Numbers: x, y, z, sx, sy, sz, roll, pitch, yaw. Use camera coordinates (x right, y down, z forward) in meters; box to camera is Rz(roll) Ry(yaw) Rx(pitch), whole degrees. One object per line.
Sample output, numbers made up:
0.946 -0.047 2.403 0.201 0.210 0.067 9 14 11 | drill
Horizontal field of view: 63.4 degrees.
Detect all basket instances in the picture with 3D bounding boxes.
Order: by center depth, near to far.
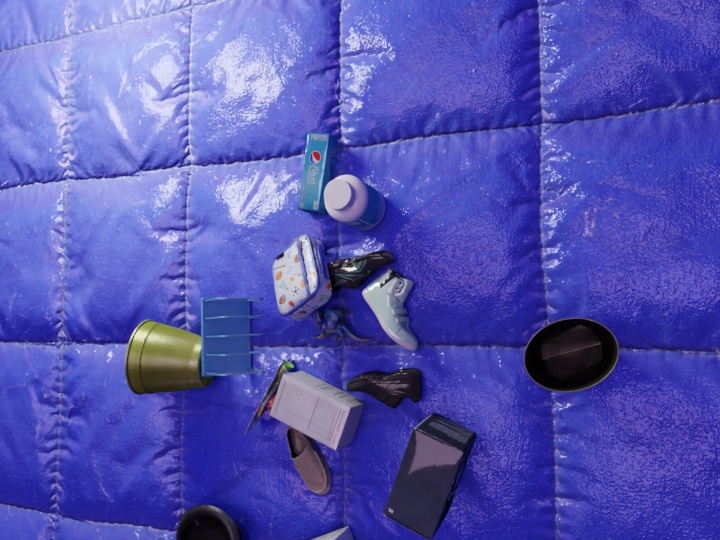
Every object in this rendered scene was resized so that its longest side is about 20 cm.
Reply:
0.435 0.171 1.210 0.178 0.200 0.138 -20 79 17 | basket

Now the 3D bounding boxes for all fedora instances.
-0.388 0.705 1.546 0.197 0.091 0.205 -2 85 21 | fedora

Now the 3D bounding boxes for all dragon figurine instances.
-0.064 0.126 1.482 0.196 0.059 0.102 6 88 23 | dragon figurine

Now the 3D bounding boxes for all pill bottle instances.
-0.018 -0.166 1.411 0.109 0.200 0.113 -2 85 20 | pill bottle

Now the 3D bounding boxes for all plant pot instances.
-0.500 0.245 1.584 0.189 0.200 0.205 4 87 9 | plant pot

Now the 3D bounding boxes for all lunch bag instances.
-0.148 0.011 1.477 0.160 0.075 0.203 -38 50 28 | lunch bag

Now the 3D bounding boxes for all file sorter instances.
-0.327 0.169 1.517 0.122 0.137 0.204 -10 81 52 | file sorter

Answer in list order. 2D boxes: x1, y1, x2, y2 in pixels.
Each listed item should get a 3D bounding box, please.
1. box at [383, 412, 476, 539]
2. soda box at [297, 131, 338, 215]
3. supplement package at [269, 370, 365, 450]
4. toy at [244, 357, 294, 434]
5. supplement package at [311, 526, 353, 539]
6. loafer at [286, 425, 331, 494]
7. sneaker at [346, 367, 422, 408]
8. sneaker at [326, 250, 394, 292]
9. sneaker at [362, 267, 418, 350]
0.159 0.448 1.298 0.122 0.196 0.203 21 94 21 | box
-0.110 -0.252 1.524 0.063 0.068 0.204 9 89 20 | soda box
-0.106 0.345 1.454 0.197 0.109 0.116 22 94 21 | supplement package
-0.223 0.329 1.504 0.047 0.115 0.203 25 96 7 | toy
-0.109 0.724 1.419 0.198 0.109 0.115 -27 77 17 | supplement package
-0.141 0.476 1.480 0.075 0.068 0.202 -33 75 16 | loafer
0.057 0.290 1.419 0.196 0.076 0.093 -7 90 23 | sneaker
0.000 0.000 1.469 0.197 0.075 0.081 -14 91 28 | sneaker
0.099 0.088 1.411 0.118 0.073 0.201 -44 70 19 | sneaker
